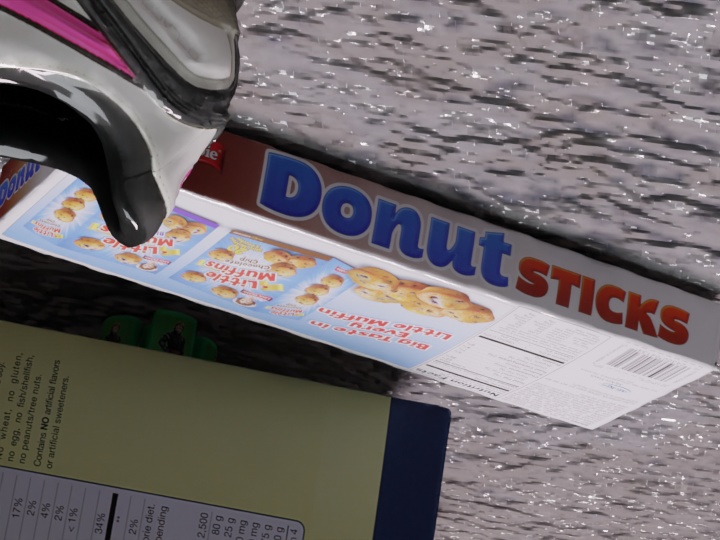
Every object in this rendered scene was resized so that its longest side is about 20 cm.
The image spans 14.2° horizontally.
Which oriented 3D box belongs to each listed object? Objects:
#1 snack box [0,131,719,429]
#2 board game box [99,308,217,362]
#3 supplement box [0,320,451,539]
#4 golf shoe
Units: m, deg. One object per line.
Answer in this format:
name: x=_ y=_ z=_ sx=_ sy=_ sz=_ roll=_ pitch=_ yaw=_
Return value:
snack box: x=0.000 y=0.000 z=0.816 sx=0.199 sy=0.024 sz=0.072 roll=19 pitch=156 yaw=-21
board game box: x=-0.098 y=0.067 z=1.009 sx=0.199 sy=0.026 sz=0.200 roll=-4 pitch=153 yaw=28
supplement box: x=-0.093 y=0.117 z=0.917 sx=0.198 sy=0.135 sz=0.200 roll=11 pitch=157 yaw=-6
golf shoe: x=-0.122 y=-0.066 z=0.625 sx=0.199 sy=0.093 sz=0.073 roll=13 pitch=158 yaw=-6
